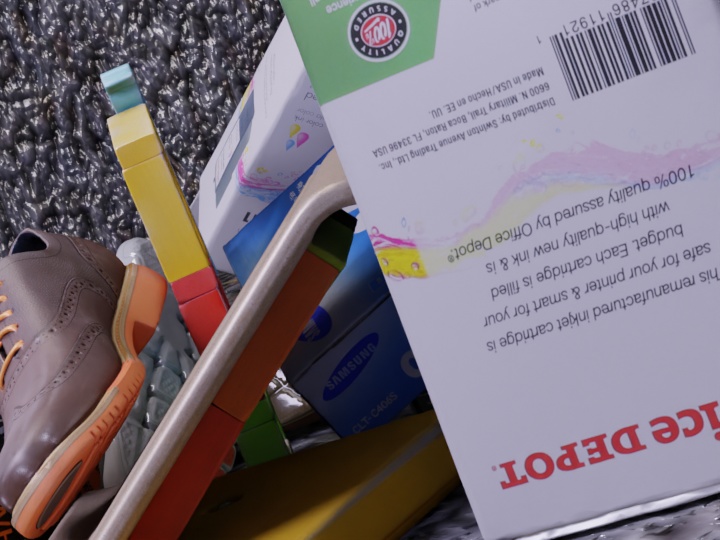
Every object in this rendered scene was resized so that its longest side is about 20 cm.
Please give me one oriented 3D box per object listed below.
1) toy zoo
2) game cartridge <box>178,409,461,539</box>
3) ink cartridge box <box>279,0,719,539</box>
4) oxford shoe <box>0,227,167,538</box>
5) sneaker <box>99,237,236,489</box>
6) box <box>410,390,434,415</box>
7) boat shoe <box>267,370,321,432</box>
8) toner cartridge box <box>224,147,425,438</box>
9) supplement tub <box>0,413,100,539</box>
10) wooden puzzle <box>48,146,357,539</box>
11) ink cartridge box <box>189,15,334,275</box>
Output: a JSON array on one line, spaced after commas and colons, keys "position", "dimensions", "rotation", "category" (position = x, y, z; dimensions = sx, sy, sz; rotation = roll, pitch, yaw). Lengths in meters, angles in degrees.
[{"position": [-0.073, 0.004, 1.008], "dimensions": [0.020, 0.201, 0.131], "rotation": [-23, 6, -3], "category": "toy zoo"}, {"position": [-0.067, 0.117, 0.828], "dimensions": [0.175, 0.033, 0.200], "rotation": [-20, 9, 31], "category": "game cartridge"}, {"position": [0.080, -0.030, 0.723], "dimensions": [0.144, 0.201, 0.084], "rotation": [-19, 3, 32], "category": "ink cartridge box"}, {"position": [-0.128, 0.040, 0.892], "dimensions": [0.072, 0.073, 0.200], "rotation": [-55, 11, 16], "category": "oxford shoe"}, {"position": [-0.114, 0.068, 1.104], "dimensions": [0.082, 0.077, 0.201], "rotation": [-39, 26, 20], "category": "sneaker"}, {"position": [0.132, 0.002, 0.981], "dimensions": [0.199, 0.046, 0.159], "rotation": [-18, 9, 45], "category": "box"}, {"position": [-0.005, 0.040, 1.151], "dimensions": [0.199, 0.072, 0.068], "rotation": [-26, -29, 13], "category": "boat shoe"}, {"position": [0.000, 0.000, 0.994], "dimensions": [0.095, 0.043, 0.200], "rotation": [-43, 20, 3], "category": "toner cartridge box"}, {"position": [-0.197, 0.112, 0.904], "dimensions": [0.122, 0.123, 0.200], "rotation": [-20, 7, 32], "category": "supplement tub"}, {"position": [-0.049, 0.038, 0.842], "dimensions": [0.200, 0.037, 0.185], "rotation": [-53, 3, 8], "category": "wooden puzzle"}, {"position": [-0.011, -0.048, 1.159], "dimensions": [0.116, 0.068, 0.200], "rotation": [15, -45, -17], "category": "ink cartridge box"}]
